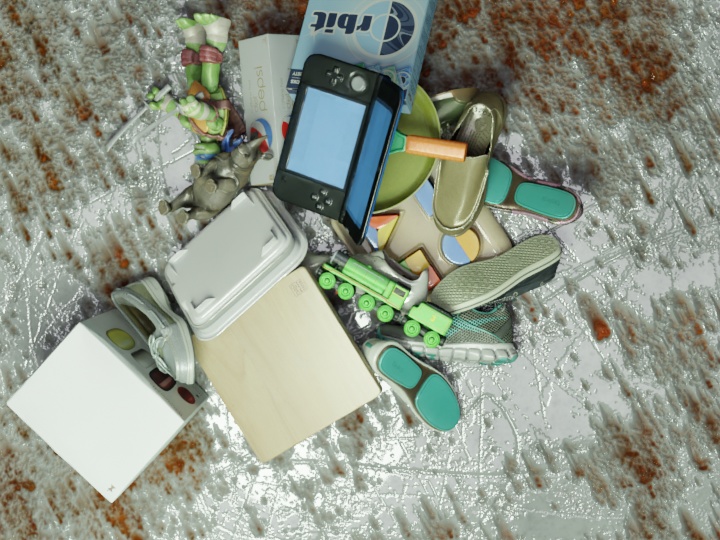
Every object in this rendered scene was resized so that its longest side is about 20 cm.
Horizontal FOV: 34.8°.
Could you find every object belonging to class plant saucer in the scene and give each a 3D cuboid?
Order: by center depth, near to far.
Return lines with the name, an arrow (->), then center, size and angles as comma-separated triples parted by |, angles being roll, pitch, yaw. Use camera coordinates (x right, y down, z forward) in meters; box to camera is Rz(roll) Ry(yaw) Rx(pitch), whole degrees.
plant saucer -> 0.013, -0.171, 1.546 | 0.198, 0.031, 0.202 | -3, 80, 14

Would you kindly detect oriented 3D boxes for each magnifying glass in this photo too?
magnifying glass -> 0.041, -0.170, 1.505 | 0.198, 0.022, 0.080 | 11, 103, 14

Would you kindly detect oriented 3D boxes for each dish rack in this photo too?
dish rack -> -0.179, -0.018, 1.564 | 0.200, 0.172, 0.044 | -42, 136, 5

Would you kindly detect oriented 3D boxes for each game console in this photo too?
game console -> -0.032, -0.156, 1.450 | 0.169, 0.118, 0.202 | 20, 104, 14

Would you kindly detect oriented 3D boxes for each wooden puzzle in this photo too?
wooden puzzle -> 0.085, -0.051, 1.607 | 0.199, 0.046, 0.186 | -34, 92, 3

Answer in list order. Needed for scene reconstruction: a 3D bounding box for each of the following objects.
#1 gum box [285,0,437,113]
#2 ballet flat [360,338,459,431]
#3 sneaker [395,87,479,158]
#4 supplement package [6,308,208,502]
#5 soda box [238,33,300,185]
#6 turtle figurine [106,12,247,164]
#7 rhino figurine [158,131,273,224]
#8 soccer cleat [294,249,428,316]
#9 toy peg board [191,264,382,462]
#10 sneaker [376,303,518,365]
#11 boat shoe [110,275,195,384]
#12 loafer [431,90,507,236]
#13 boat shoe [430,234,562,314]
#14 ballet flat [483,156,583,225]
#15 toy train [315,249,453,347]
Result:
gum box -> 0.006, -0.316, 1.543 | 0.168, 0.045, 0.202 | 8, 73, 17
ballet flat -> 0.069, 0.152, 1.597 | 0.069, 0.069, 0.200 | -43, 127, 3
sneaker -> 0.076, -0.183, 1.584 | 0.198, 0.067, 0.091 | -14, 82, 9
supplement package -> -0.333, 0.174, 1.554 | 0.191, 0.200, 0.147 | 43, 94, -2
soda box -> -0.116, -0.219, 1.581 | 0.068, 0.063, 0.202 | -2, 95, 46
turtle figurine -> -0.248, -0.248, 1.558 | 0.198, 0.144, 0.196 | 6, 90, -2
rhino figurine -> -0.186, -0.129, 1.558 | 0.200, 0.087, 0.060 | -38, 79, 37
soccer cleat -> 0.000, 0.000, 1.580 | 0.198, 0.069, 0.078 | 19, 110, 9
toy peg board -> -0.096, 0.121, 1.583 | 0.198, 0.098, 0.201 | -32, 92, 13
sneaker -> 0.122, 0.080, 1.611 | 0.198, 0.078, 0.092 | 5, 77, -2
boat shoe -> -0.277, 0.084, 1.561 | 0.064, 0.202, 0.075 | -15, 136, -24
loafer -> 0.137, -0.143, 1.530 | 0.075, 0.067, 0.202 | 17, 100, 19
boat shoe -> 0.190, 0.018, 1.583 | 0.199, 0.075, 0.063 | -25, 135, -13
ballet flat -> 0.212, -0.106, 1.581 | 0.199, 0.071, 0.070 | 21, 85, 18
toy train -> 0.034, 0.036, 1.530 | 0.199, 0.042, 0.057 | 30, 98, 3
